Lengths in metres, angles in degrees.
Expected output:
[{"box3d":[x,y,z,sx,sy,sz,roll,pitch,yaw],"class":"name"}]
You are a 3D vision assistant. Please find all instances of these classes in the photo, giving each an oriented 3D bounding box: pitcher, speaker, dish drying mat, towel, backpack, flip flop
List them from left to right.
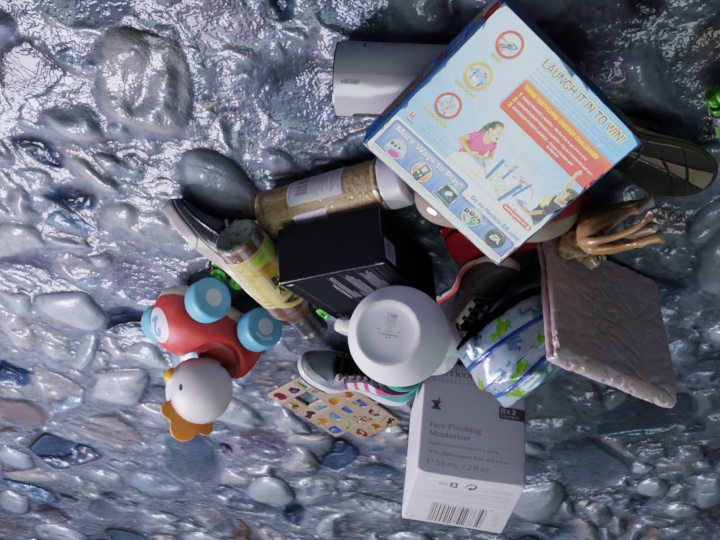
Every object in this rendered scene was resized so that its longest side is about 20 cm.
[{"box3d":[0.032,0.081,1.110,0.171,0.122,0.200,8,174,15],"class":"pitcher"},{"box3d":[0.073,-0.203,0.944,0.199,0.081,0.081,3,139,4],"class":"speaker"},{"box3d":[0.206,-0.051,1.141,0.199,0.018,0.077,-13,136,22],"class":"dish drying mat"},{"box3d":[0.218,0.092,1.149,0.199,0.154,0.163,3,149,-45],"class":"backpack"},{"box3d":[0.309,0.063,1.113,0.199,0.192,0.032,21,139,-22],"class":"towel"},{"box3d":[0.308,-0.143,0.999,0.199,0.058,0.081,19,145,10],"class":"flip flop"}]

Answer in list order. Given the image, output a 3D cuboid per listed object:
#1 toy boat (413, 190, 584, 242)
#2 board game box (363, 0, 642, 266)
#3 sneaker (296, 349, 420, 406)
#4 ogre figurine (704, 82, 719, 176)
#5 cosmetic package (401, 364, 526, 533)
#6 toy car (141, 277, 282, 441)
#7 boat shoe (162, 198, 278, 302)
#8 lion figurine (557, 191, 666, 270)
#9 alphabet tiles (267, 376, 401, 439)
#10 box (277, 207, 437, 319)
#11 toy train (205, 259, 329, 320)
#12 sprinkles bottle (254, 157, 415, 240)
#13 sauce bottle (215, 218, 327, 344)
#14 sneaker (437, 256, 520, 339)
[{"box3d":[0.163,-0.114,1.020,0.199,0.131,0.131,10,110,-3],"class":"toy boat"},{"box3d":[0.141,-0.139,0.893,0.200,0.056,0.196,41,115,-15],"class":"board game box"},{"box3d":[0.012,0.148,1.345,0.199,0.084,0.121,15,144,-20],"class":"sneaker"},{"box3d":[0.461,-0.146,0.931,0.199,0.098,0.120,-13,134,-11],"class":"ogre figurine"},{"box3d":[0.162,0.275,1.380,0.164,0.201,0.165,8,140,0],"class":"cosmetic package"},{"box3d":[-0.239,0.141,1.261,0.177,0.201,0.184,33,147,-26],"class":"toy car"},{"box3d":[-0.161,-0.047,1.176,0.093,0.075,0.200,-44,111,10],"class":"boat shoe"},{"box3d":[0.281,-0.046,1.014,0.122,0.073,0.200,-15,173,17],"class":"lion figurine"},{"box3d":[-0.032,0.229,1.506,0.200,0.008,0.167,36,131,-29],"class":"alphabet tiles"},{"box3d":[0.000,0.000,1.136,0.140,0.079,0.200,-13,158,19],"class":"box"},{"box3d":[-0.121,0.015,1.251,0.199,0.042,0.057,22,123,-12],"class":"toy train"},{"box3d":[-0.032,-0.092,1.095,0.199,0.068,0.068,-13,135,23],"class":"sprinkles bottle"},{"box3d":[-0.108,0.020,1.138,0.064,0.065,0.200,-16,133,25],"class":"sauce bottle"},{"box3d":[0.154,0.055,1.215,0.077,0.082,0.200,17,140,-22],"class":"sneaker"}]
